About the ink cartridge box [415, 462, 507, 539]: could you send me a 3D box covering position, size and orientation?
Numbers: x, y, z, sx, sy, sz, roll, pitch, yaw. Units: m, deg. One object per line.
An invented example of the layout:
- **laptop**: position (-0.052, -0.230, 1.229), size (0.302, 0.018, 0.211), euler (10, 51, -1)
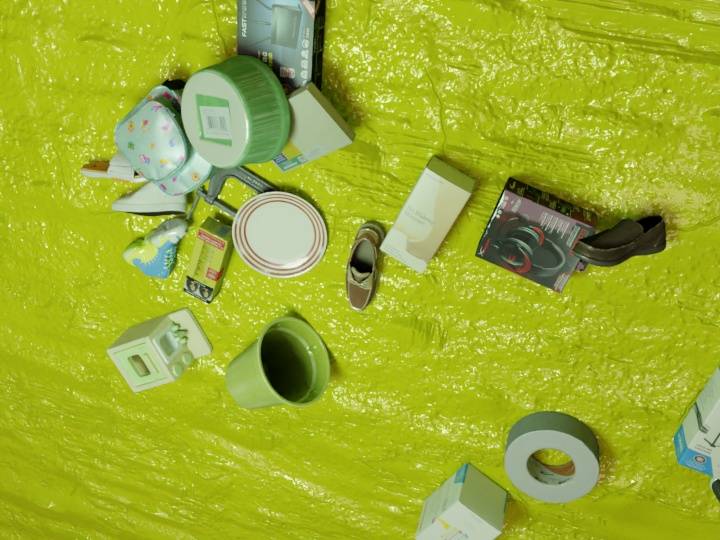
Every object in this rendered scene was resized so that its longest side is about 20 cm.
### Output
- **ink cartridge box**: position (0.228, 0.577, 1.692), size (0.125, 0.129, 0.200), euler (36, 123, -3)

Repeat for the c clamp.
- **c clamp**: position (-0.259, -0.139, 1.537), size (0.199, 0.027, 0.172), euler (27, 117, 5)

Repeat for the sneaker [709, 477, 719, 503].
- **sneaker**: position (0.817, 0.478, 1.461), size (0.198, 0.099, 0.071), euler (8, 117, 13)

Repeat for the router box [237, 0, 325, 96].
- **router box**: position (-0.147, -0.410, 1.330), size (0.149, 0.062, 0.201), euler (13, 120, 13)

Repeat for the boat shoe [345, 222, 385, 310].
- **boat shoe**: position (0.000, 0.000, 1.493), size (0.075, 0.072, 0.201), euler (13, 120, 12)

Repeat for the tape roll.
- **tape roll**: position (0.415, 0.407, 1.576), size (0.199, 0.066, 0.202), euler (8, 120, 15)

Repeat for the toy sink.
- **toy sink**: position (-0.479, 0.193, 1.731), size (0.199, 0.112, 0.131), euler (-18, 111, 25)

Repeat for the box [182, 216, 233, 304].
- **box**: position (-0.331, -0.020, 1.589), size (0.075, 0.050, 0.201), euler (28, 130, 1)

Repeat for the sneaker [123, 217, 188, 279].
- **sneaker**: position (-0.435, -0.044, 1.623), size (0.199, 0.076, 0.105), euler (-19, 122, 34)

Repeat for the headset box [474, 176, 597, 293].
- **headset box**: position (0.334, -0.061, 1.348), size (0.199, 0.075, 0.149), euler (24, 120, 5)

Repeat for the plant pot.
- **plant pot**: position (-0.201, 0.226, 1.628), size (0.184, 0.201, 0.201), euler (-27, 107, 41)

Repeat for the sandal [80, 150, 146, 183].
- **sandal**: position (-0.512, -0.229, 1.538), size (0.205, 0.079, 0.060), euler (6, 121, 18)

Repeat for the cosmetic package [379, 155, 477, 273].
- **cosmetic package**: position (0.129, -0.105, 1.396), size (0.105, 0.071, 0.201), euler (29, 122, 2)

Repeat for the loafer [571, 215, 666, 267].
- **loafer**: position (0.453, -0.060, 1.269), size (0.073, 0.199, 0.072), euler (39, 135, 52)

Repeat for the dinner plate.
- **dinner plate**: position (-0.169, -0.076, 1.520), size (0.198, 0.024, 0.201), euler (0, 121, 1)

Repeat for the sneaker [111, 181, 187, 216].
- **sneaker**: position (-0.454, -0.163, 1.574), size (0.199, 0.073, 0.085), euler (0, 86, 25)

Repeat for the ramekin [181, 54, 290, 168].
- **ramekin**: position (-0.234, -0.283, 1.323), size (0.199, 0.098, 0.201), euler (17, 120, 32)

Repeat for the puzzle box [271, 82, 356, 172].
- **puzzle box**: position (-0.121, -0.264, 1.369), size (0.199, 0.026, 0.133), euler (-15, 131, 41)

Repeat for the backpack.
- **backpack**: position (-0.370, -0.252, 1.440), size (0.175, 0.154, 0.200), euler (-33, 108, 24)

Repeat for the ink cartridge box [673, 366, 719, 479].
- **ink cartridge box**: position (0.725, 0.305, 1.408), size (0.145, 0.084, 0.201), euler (19, 122, 8)
